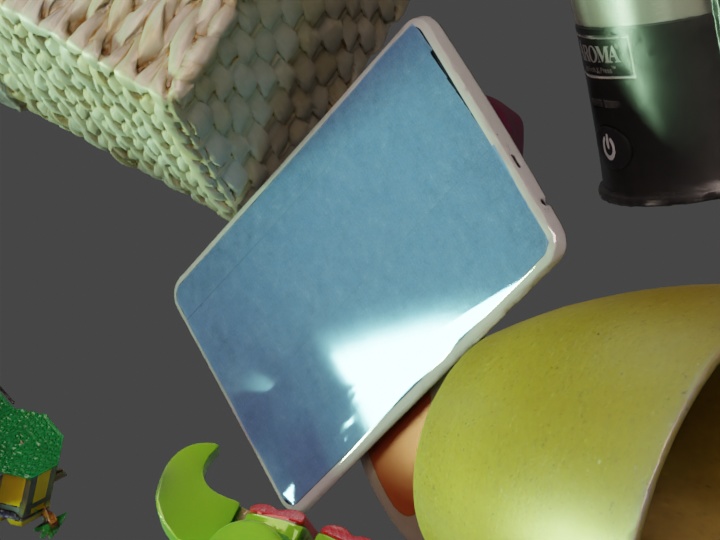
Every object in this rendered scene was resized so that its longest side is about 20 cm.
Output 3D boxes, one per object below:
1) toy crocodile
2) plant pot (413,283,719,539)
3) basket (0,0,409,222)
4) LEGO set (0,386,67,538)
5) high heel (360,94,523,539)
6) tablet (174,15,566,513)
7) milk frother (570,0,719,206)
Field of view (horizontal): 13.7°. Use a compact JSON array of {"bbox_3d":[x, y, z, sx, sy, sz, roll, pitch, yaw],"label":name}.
[{"bbox_3d":[-0.004,0.139,1.283,0.200,0.068,0.062,24,76,19],"label":"toy crocodile"},{"bbox_3d":[0.106,0.091,1.227,0.142,0.200,0.201,15,74,36],"label":"plant pot"},{"bbox_3d":[-0.078,-0.155,1.333,0.161,0.200,0.199,30,79,17],"label":"basket"},{"bbox_3d":[-0.233,0.084,1.348,0.200,0.116,0.154,40,53,17],"label":"LEGO set"},{"bbox_3d":[0.047,0.020,1.332,0.067,0.096,0.201,1,92,44],"label":"high heel"},{"bbox_3d":[0.000,0.000,1.300,0.200,0.014,0.130,-47,61,34],"label":"tablet"},{"bbox_3d":[0.192,-0.142,1.281,0.180,0.200,0.189,3,110,51],"label":"milk frother"}]
